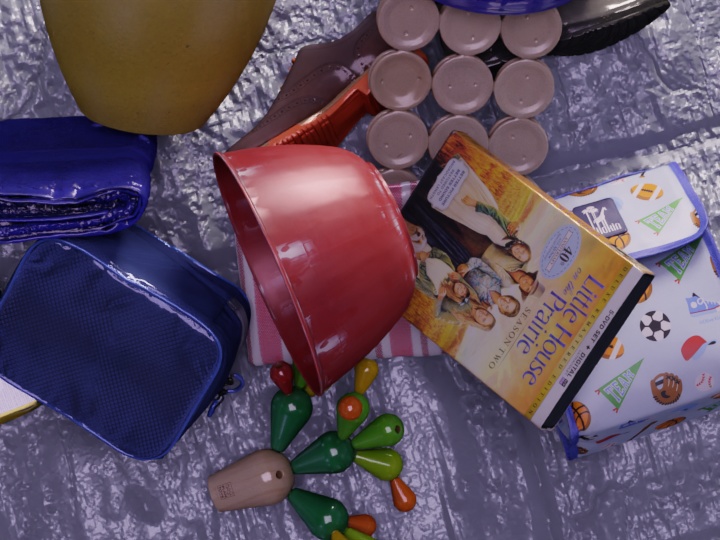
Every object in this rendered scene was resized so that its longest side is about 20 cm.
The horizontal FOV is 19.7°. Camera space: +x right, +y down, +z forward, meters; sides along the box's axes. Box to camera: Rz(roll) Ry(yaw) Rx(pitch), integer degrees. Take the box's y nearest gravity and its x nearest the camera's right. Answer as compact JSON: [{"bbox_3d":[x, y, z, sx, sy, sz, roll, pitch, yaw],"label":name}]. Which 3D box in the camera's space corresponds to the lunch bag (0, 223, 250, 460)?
[{"bbox_3d":[-0.180,0.045,1.629,0.199,0.132,0.136,33,110,-4],"label":"lunch bag"}]

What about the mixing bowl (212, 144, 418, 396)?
[{"bbox_3d":[-0.024,-0.017,1.568,0.108,0.200,0.201,-23,86,-8],"label":"mixing bowl"}]

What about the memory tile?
[{"bbox_3d":[0.079,-0.127,1.665,0.152,0.017,0.201,2,114,-7],"label":"memory tile"}]

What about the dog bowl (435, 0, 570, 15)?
[{"bbox_3d":[0.104,-0.294,1.643,0.199,0.079,0.201,5,46,-5],"label":"dog bowl"}]

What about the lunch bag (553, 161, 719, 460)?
[{"bbox_3d":[0.209,0.025,1.654,0.169,0.124,0.201,-17,73,-2],"label":"lunch bag"}]

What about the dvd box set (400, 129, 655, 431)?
[{"bbox_3d":[0.109,0.006,1.597,0.200,0.029,0.147,40,104,26],"label":"dvd box set"}]

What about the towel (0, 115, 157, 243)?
[{"bbox_3d":[-0.233,-0.071,1.616,0.147,0.200,0.050,-2,111,-2],"label":"towel"}]

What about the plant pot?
[{"bbox_3d":[-0.165,-0.189,1.639,0.199,0.200,0.143,8,110,-1],"label":"plant pot"}]

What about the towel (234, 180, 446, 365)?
[{"bbox_3d":[0.000,0.000,1.679,0.199,0.030,0.147,-4,104,-1],"label":"towel"}]

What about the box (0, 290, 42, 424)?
[{"bbox_3d":[-0.369,0.092,1.668,0.199,0.048,0.118,-21,87,-5],"label":"box"}]

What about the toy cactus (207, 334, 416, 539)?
[{"bbox_3d":[-0.041,0.159,1.654,0.164,0.102,0.201,-19,100,9],"label":"toy cactus"}]

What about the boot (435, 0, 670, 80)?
[{"bbox_3d":[0.145,-0.239,1.702,0.199,0.068,0.131,-16,80,-4],"label":"boot"}]

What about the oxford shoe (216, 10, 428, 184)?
[{"bbox_3d":[-0.043,-0.135,1.692,0.200,0.071,0.073,-35,70,-10],"label":"oxford shoe"}]
